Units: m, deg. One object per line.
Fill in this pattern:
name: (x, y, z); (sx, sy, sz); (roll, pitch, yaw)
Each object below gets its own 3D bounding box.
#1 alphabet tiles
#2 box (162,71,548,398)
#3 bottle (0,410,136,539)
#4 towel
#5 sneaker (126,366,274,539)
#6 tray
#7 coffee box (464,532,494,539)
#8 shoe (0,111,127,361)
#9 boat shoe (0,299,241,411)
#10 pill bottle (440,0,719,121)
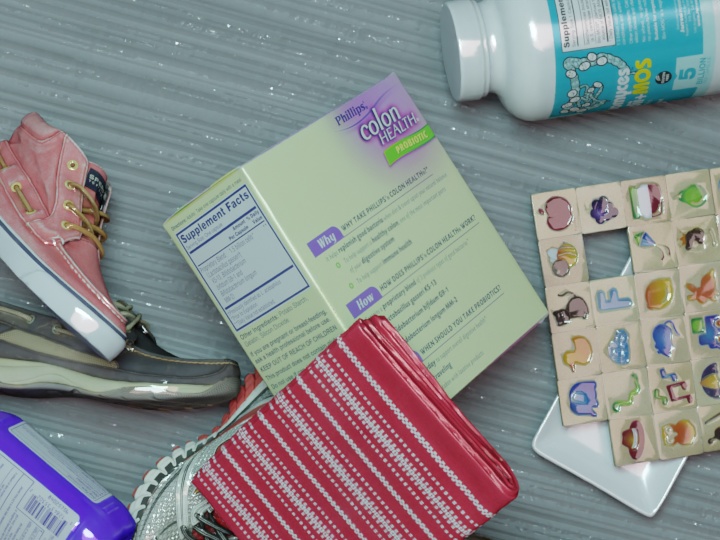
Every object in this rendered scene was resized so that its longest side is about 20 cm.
alphabet tiles: (0.216, 0.034, 1.256); (0.165, 0.008, 0.202); (-8, 90, -6)
box: (0.000, 0.000, 1.169); (0.176, 0.096, 0.201); (-36, 95, -45)
bottle: (-0.247, 0.140, 1.182); (0.199, 0.065, 0.084); (37, 111, 13)
towel: (-0.006, 0.132, 1.100); (0.145, 0.022, 0.200); (49, 126, 3)
sneaker: (-0.085, 0.146, 1.194); (0.200, 0.082, 0.078); (-50, 128, -3)
tray: (0.212, 0.065, 1.269); (0.107, 0.022, 0.201); (29, 86, -5)
coffee box: (0.121, 0.237, 1.176); (0.199, 0.114, 0.080); (23, 87, -29)
shoe: (-0.197, -0.029, 1.168); (0.091, 0.072, 0.200); (-44, 55, -8)
boat shoe: (-0.178, 0.052, 1.193); (0.198, 0.075, 0.074); (5, 81, 5)
pill bottle: (0.159, -0.166, 1.224); (0.198, 0.111, 0.112); (-9, 90, -5)
